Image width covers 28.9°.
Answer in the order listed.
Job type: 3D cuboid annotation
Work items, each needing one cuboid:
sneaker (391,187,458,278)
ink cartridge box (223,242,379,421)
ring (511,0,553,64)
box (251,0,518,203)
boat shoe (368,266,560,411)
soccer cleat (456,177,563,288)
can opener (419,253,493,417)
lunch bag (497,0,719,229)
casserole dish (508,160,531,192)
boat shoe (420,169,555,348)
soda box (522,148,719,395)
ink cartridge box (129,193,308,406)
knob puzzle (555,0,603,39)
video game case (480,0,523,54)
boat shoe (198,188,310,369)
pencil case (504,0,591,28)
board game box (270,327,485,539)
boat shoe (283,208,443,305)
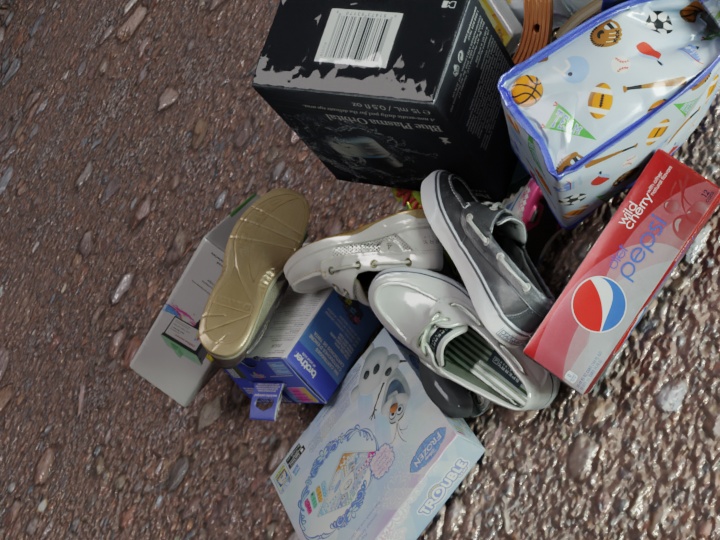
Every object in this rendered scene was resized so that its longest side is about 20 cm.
[{"bbox_3d":[0.068,-0.071,1.416,0.078,0.090,0.201,-44,37,20],"label":"sneaker"},{"bbox_3d":[-0.060,0.064,1.451,0.136,0.077,0.201,-6,41,53],"label":"ink cartridge box"},{"bbox_3d":[0.123,-0.259,1.399,0.199,0.019,0.204,19,114,49],"label":"ring"},{"bbox_3d":[0.036,-0.166,1.309,0.194,0.200,0.119,10,72,29],"label":"box"},{"bbox_3d":[0.083,0.056,1.222,0.198,0.067,0.074,28,107,23],"label":"boat shoe"},{"bbox_3d":[0.156,-0.054,1.300,0.201,0.069,0.086,-55,33,8],"label":"soccer cleat"},{"bbox_3d":[0.071,0.049,1.305,0.054,0.066,0.202,-58,44,40],"label":"can opener"},{"bbox_3d":[0.221,-0.149,1.163,0.198,0.170,0.125,-32,76,4],"label":"lunch bag"},{"bbox_3d":[0.195,-0.148,1.351,0.199,0.039,0.122,-33,41,35],"label":"casserole dish"},{"bbox_3d":[0.114,-0.027,1.226,0.068,0.071,0.201,-46,43,24],"label":"boat shoe"},{"bbox_3d":[0.217,0.003,1.152,0.063,0.070,0.201,34,96,15],"label":"soda box"},{"bbox_3d":[-0.159,0.033,1.567,0.201,0.084,0.145,-56,-3,29],"label":"ink cartridge box"},{"bbox_3d":[0.260,-0.236,1.201,0.218,0.218,0.031,-27,86,41],"label":"knob puzzle"},{"bbox_3d":[0.077,-0.266,1.489,0.202,0.023,0.182,61,139,22],"label":"video game case"},{"bbox_3d":[-0.108,0.008,1.424,0.065,0.071,0.202,97,-167,-63],"label":"boat shoe"},{"bbox_3d":[0.164,-0.288,1.454,0.199,0.090,0.084,-6,59,53],"label":"pencil case"},{"bbox_3d":[0.010,0.187,1.335,0.201,0.043,0.199,-53,31,11],"label":"board game box"},{"bbox_3d":[0.000,0.000,1.332,0.199,0.070,0.070,-21,73,45],"label":"boat shoe"}]
